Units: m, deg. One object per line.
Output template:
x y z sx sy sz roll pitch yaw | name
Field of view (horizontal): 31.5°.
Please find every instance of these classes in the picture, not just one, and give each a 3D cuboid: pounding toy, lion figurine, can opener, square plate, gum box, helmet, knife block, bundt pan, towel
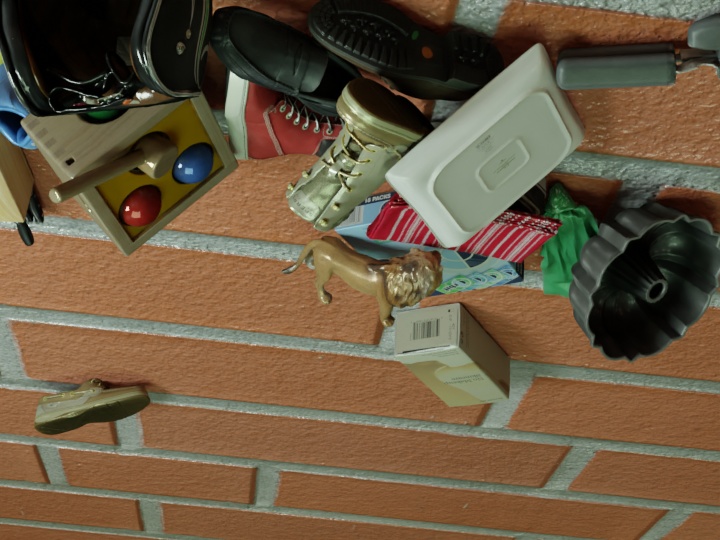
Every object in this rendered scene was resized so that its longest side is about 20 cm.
-0.234 -0.118 1.283 0.184 0.142 0.200 -40 151 -11 | pounding toy
0.000 0.000 1.546 0.199 0.073 0.123 14 149 5 | lion figurine
0.289 -0.211 1.237 0.199 0.053 0.067 -5 116 14 | can opener
0.138 -0.115 1.310 0.200 0.028 0.198 -41 150 4 | square plate
0.089 -0.034 1.588 0.170 0.045 0.200 -10 149 25 | gum box
-0.221 -0.236 1.101 0.199 0.191 0.200 -7 -174 1 | helmet
-0.421 -0.100 1.520 0.175 0.064 0.200 27 144 -37 | knife block
0.331 0.006 1.520 0.201 0.076 0.202 -15 126 -22 | bundt pan
0.114 -0.046 1.469 0.199 0.023 0.145 10 163 -10 | towel

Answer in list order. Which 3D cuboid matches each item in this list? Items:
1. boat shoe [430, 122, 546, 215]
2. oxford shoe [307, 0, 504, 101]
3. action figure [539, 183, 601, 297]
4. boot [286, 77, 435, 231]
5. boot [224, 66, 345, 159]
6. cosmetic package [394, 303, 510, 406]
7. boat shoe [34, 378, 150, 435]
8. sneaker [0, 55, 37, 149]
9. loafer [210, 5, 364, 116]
0.133 -0.104 1.430 0.200 0.064 0.071 22 148 -30 | boat shoe
0.034 -0.205 1.250 0.200 0.073 0.084 19 157 -20 | oxford shoe
0.259 -0.036 1.551 0.118 0.055 0.200 -5 144 20 | action figure
-0.013 -0.108 1.254 0.155 0.072 0.200 -41 168 14 | boot
-0.068 -0.175 1.326 0.144 0.073 0.200 3 159 0 | boot
0.136 0.126 1.855 0.105 0.071 0.200 -11 148 26 | cosmetic package
-0.446 0.214 2.113 0.199 0.067 0.074 -13 149 5 | boat shoe
-0.316 -0.159 1.348 0.200 0.105 0.076 22 148 -28 | sneaker
-0.062 -0.201 1.224 0.070 0.068 0.200 5 168 40 | loafer
